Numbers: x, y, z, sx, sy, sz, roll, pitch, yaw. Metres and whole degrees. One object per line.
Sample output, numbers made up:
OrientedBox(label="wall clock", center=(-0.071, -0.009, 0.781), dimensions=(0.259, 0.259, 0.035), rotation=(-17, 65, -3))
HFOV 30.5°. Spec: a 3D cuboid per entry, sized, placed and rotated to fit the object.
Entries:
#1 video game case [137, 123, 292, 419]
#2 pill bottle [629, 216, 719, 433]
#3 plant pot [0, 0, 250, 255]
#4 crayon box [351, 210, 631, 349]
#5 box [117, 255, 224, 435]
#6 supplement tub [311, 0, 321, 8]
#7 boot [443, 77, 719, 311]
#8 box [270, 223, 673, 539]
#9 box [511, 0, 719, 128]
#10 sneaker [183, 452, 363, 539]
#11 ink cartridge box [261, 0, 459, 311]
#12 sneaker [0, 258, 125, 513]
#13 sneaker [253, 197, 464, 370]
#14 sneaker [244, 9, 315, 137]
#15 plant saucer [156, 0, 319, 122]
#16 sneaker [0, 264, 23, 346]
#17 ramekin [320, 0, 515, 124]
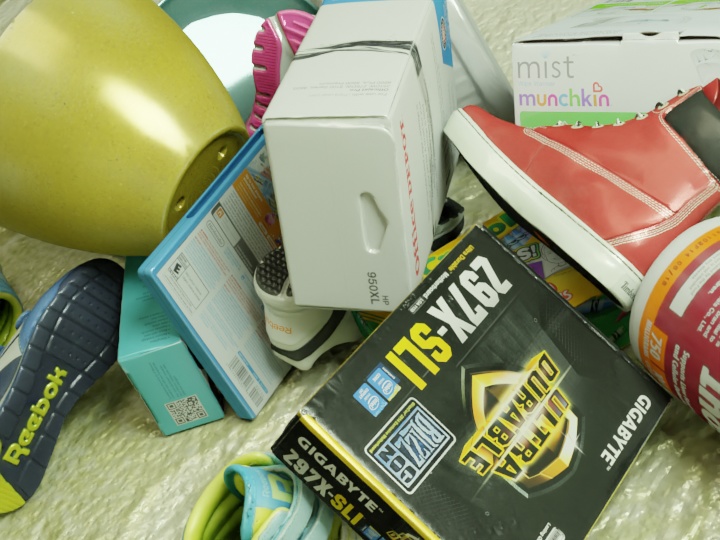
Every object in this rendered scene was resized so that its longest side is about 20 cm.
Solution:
OrientedBox(label="video game case", center=(-0.061, -0.016, 0.942), dimensions=(0.018, 0.144, 0.200), rotation=(3, 45, 42))
OrientedBox(label="pill bottle", center=(0.248, 0.060, 0.722), dimensions=(0.113, 0.113, 0.200), rotation=(-32, 39, -10))
OrientedBox(label="plant pot", center=(-0.163, -0.091, 0.937), dimensions=(0.141, 0.201, 0.200), rotation=(30, 59, 17))
OrientedBox(label="crayon box", center=(0.108, 0.021, 0.881), dimensions=(0.199, 0.058, 0.119), rotation=(-31, 39, -8))
OrientedBox(label="box", center=(-0.139, 0.020, 0.991), dimensions=(0.049, 0.083, 0.201), rotation=(-17, 40, 7))
OrientedBox(label="supplement tub", center=(-0.002, -0.271, 1.211), dimensions=(0.131, 0.132, 0.200), rotation=(-27, 38, -4))
OrientedBox(label="boot", center=(0.153, -0.082, 0.842), dimensions=(0.144, 0.072, 0.200), rotation=(-47, 48, 2))
OrientedBox(label="box", center=(0.068, 0.085, 0.733), dimensions=(0.160, 0.049, 0.200), rotation=(42, 47, 5))
OrientedBox(label="box", center=(0.232, -0.134, 0.913), dimensions=(0.199, 0.097, 0.176), rotation=(5, 23, 31))
OrientedBox(label="sneaker", center=(-0.005, 0.141, 0.734), dimensions=(0.199, 0.131, 0.080), rotation=(-25, 39, -6))
OrientedBox(label="ink cartridge box", center=(0.008, -0.089, 0.875), dimensions=(0.084, 0.145, 0.201), rotation=(1, 36, 14))
OrientedBox(label="sneaker", center=(-0.240, 0.075, 0.965), dimensions=(0.082, 0.074, 0.201), rotation=(12, 65, 52))
OrientedBox(label="sneaker", center=(0.000, 0.000, 0.955), dimensions=(0.073, 0.080, 0.199), rotation=(28, 43, 36))
OrientedBox(label="sneaker", center=(-0.052, -0.112, 1.040), dimensions=(0.081, 0.201, 0.088), rotation=(26, 26, 10))
OrientedBox(label="plant saucer", center=(-0.101, -0.145, 1.103), dimensions=(0.200, 0.201, 0.036), rotation=(-36, 7, -15))
OrientedBox(label="sneaker", center=(-0.363, 0.060, 1.064), dimensions=(0.200, 0.080, 0.130), rotation=(-39, 40, -16))
OrientedBox(label="ramekin", center=(0.044, -0.182, 1.044), dimensions=(0.094, 0.203, 0.203), rotation=(-29, 38, 11))
